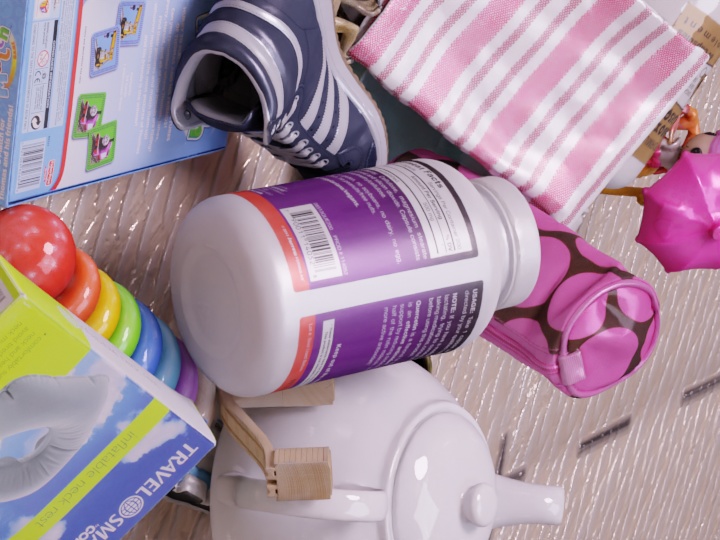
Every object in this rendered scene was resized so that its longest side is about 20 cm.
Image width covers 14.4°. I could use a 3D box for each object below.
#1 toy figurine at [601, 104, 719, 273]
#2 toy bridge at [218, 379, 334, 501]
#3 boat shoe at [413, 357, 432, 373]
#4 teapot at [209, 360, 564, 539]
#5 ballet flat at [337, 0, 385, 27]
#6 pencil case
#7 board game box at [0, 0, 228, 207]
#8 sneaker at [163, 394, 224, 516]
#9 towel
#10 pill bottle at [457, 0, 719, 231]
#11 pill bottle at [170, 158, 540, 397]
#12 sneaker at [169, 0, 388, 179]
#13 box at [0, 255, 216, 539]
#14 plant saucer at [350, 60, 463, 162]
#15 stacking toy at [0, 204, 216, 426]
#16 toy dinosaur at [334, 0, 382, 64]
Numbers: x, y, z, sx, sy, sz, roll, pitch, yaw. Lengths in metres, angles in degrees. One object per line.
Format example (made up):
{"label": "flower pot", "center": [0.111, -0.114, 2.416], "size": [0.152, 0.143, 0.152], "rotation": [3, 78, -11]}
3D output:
{"label": "toy figurine", "center": [0.203, -0.070, 1.993], "size": [0.200, 0.183, 0.151], "rotation": [-46, 142, -39]}
{"label": "toy bridge", "center": [-0.048, 0.063, 1.636], "size": [0.200, 0.067, 0.027], "rotation": [-90, 177, -57]}
{"label": "boat shoe", "center": [-0.015, 0.028, 1.792], "size": [0.200, 0.068, 0.072], "rotation": [26, 86, -59]}
{"label": "teapot", "center": [0.012, 0.135, 1.695], "size": [0.200, 0.145, 0.198], "rotation": [-55, 133, -37]}
{"label": "ballet flat", "center": [-0.027, -0.216, 1.675], "size": [0.067, 0.046, 0.200], "rotation": [-38, 138, -3]}
{"label": "pencil case", "center": [0.084, 0.005, 1.744], "size": [0.093, 0.200, 0.091], "rotation": [-27, 132, -37]}
{"label": "board game box", "center": [-0.133, -0.126, 1.543], "size": [0.200, 0.036, 0.152], "rotation": [-18, 121, -55]}
{"label": "sneaker", "center": [-0.065, 0.119, 1.760], "size": [0.200, 0.075, 0.087], "rotation": [37, 68, -59]}
{"label": "towel", "center": [0.105, -0.131, 1.740], "size": [0.200, 0.030, 0.147], "rotation": [38, 94, -25]}
{"label": "pill bottle", "center": [0.149, -0.116, 1.838], "size": [0.201, 0.114, 0.114], "rotation": [-55, 151, 5]}
{"label": "pill bottle", "center": [0.000, 0.000, 1.604], "size": [0.199, 0.112, 0.113], "rotation": [-11, 117, -33]}
{"label": "sneaker", "center": [-0.046, -0.085, 1.606], "size": [0.109, 0.070, 0.201], "rotation": [-62, 148, -36]}
{"label": "box", "center": [-0.168, 0.088, 1.506], "size": [0.122, 0.048, 0.200], "rotation": [-44, 136, 5]}
{"label": "plant saucer", "center": [0.029, -0.097, 1.824], "size": [0.200, 0.036, 0.201], "rotation": [-38, 139, -42]}
{"label": "stacking toy", "center": [-0.150, 0.033, 1.552], "size": [0.086, 0.085, 0.200], "rotation": [-61, 148, -19]}
{"label": "toy dinosaur", "center": [-0.020, -0.177, 1.635], "size": [0.101, 0.058, 0.201], "rotation": [-11, 131, -26]}
